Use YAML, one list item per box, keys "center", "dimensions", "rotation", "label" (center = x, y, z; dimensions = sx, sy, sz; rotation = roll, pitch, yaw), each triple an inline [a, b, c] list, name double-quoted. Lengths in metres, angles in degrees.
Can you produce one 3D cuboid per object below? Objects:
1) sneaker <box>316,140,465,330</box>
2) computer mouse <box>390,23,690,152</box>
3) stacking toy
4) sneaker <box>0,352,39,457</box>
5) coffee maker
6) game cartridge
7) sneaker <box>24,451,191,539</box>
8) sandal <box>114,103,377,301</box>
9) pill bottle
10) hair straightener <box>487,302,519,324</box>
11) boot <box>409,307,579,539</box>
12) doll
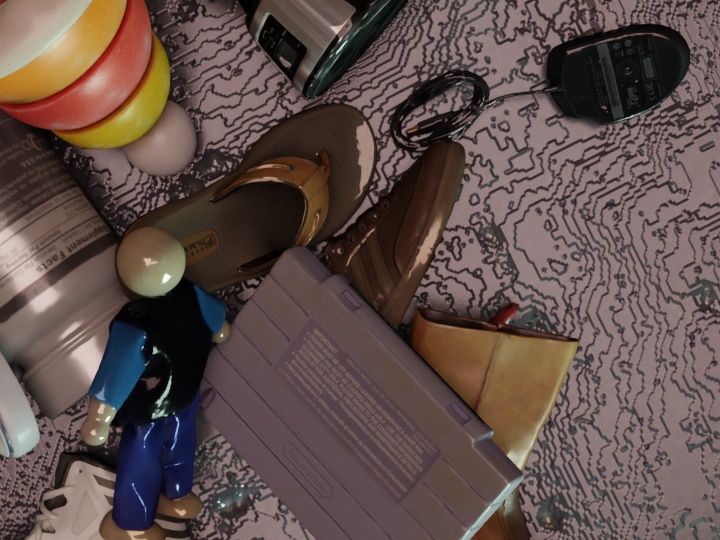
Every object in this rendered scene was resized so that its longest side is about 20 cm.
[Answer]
- center: [0.000, 0.000, 0.989]
  dimensions: [0.075, 0.070, 0.201]
  rotation: [25, 92, -1]
  label: "sneaker"
- center: [0.115, -0.118, 1.007]
  dimensions: [0.198, 0.034, 0.059]
  rotation: [-12, 109, 6]
  label: "computer mouse"
- center: [-0.167, -0.123, 0.947]
  dimensions: [0.145, 0.200, 0.147]
  rotation: [-15, 52, 21]
  label: "stacking toy"
- center: [-0.274, 0.048, 0.932]
  dimensions: [0.071, 0.073, 0.200]
  rotation: [-37, 69, -28]
  label: "sneaker"
- center: [-0.045, -0.236, 0.948]
  dimensions: [0.199, 0.135, 0.193]
  rotation: [38, 92, -2]
  label: "coffee maker"
- center: [-0.006, 0.096, 0.946]
  dimensions: [0.200, 0.038, 0.130]
  rotation: [46, 109, 17]
  label: "game cartridge"
- center: [-0.209, 0.180, 1.008]
  dimensions: [0.199, 0.076, 0.116]
  rotation: [-10, 84, -7]
  label: "sneaker"
- center: [-0.062, -0.040, 0.965]
  dimensions: [0.199, 0.054, 0.082]
  rotation: [-29, 103, -29]
  label: "sandal"
- center: [-0.215, -0.014, 0.970]
  dimensions: [0.113, 0.113, 0.201]
  rotation: [-36, 92, 2]
  label: "pill bottle"
- center: [0.055, 0.116, 1.008]
  dimensions: [0.077, 0.041, 0.200]
  rotation: [44, 92, -1]
  label: "hair straightener"
- center: [0.100, 0.134, 0.983]
  dimensions: [0.187, 0.068, 0.202]
  rotation: [16, 100, 1]
  label: "boot"
- center: [-0.123, 0.069, 0.914]
  dimensions: [0.048, 0.136, 0.202]
  rotation: [19, 120, 24]
  label: "doll"
